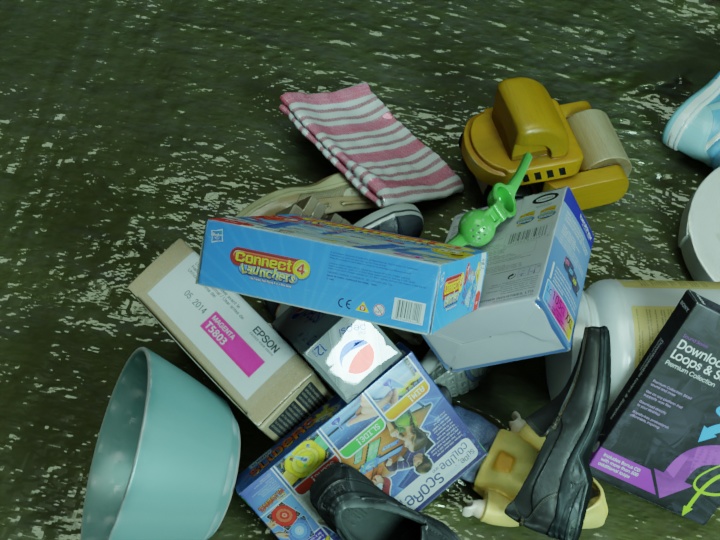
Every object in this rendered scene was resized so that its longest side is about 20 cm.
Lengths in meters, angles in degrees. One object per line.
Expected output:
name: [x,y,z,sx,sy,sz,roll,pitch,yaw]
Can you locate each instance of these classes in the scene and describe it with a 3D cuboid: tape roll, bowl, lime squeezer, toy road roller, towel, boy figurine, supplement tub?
tape roll: [0.463,-0.034,1.250,0.202,0.037,0.204,1,67,-3]
bowl: [-0.178,0.180,1.014,0.105,0.201,0.202,17,53,-21]
lime squeezer: [0.126,-0.054,1.105,0.038,0.071,0.200,45,72,1]
toy road roller: [0.214,-0.149,1.266,0.199,0.146,0.123,-11,58,-11]
towel: [0.014,-0.149,1.288,0.146,0.030,0.200,-17,54,-45]
boy figurine: [0.145,0.198,1.080,0.199,0.065,0.124,29,57,19]
supplement tub: [0.297,0.082,1.117,0.199,0.146,0.146,1,56,-2]

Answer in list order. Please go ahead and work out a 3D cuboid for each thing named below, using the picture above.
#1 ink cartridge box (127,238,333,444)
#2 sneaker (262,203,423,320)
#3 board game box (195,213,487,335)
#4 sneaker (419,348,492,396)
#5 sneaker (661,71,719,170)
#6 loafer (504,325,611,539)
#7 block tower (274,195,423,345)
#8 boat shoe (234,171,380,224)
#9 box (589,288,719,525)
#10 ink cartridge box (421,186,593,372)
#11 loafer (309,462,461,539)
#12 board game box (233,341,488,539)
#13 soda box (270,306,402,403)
ink cartridge box: [-0.114,0.081,1.076,0.075,0.165,0.200,-43,68,-7]
sneaker: [-0.007,0.005,1.193,0.199,0.079,0.080,-30,57,-9]
board game box: [-0.008,-0.003,0.946,0.199,0.196,0.056,11,97,15]
sneaker: [0.115,0.058,1.178,0.087,0.075,0.200,26,51,28]
sneaker: [0.478,-0.186,1.351,0.200,0.080,0.131,-41,65,-15]
loafer: [0.185,0.144,1.015,0.072,0.073,0.201,12,80,17]
block tower: [0.000,0.000,1.120,0.200,0.058,0.054,35,72,-18]
boat shoe: [-0.062,-0.053,1.231,0.199,0.071,0.065,-25,60,-20]
box: [0.317,0.133,1.041,0.142,0.201,0.036,24,18,-12]
ink cartridge box: [0.151,-0.003,1.101,0.136,0.076,0.200,-13,37,32]
loafer: [0.036,0.244,0.983,0.068,0.200,0.070,-48,27,4]
board game box: [0.002,0.181,1.015,0.200,0.136,0.034,-38,21,-5]
soda box: [-0.028,0.063,1.043,0.068,0.200,0.063,-42,102,-7]
